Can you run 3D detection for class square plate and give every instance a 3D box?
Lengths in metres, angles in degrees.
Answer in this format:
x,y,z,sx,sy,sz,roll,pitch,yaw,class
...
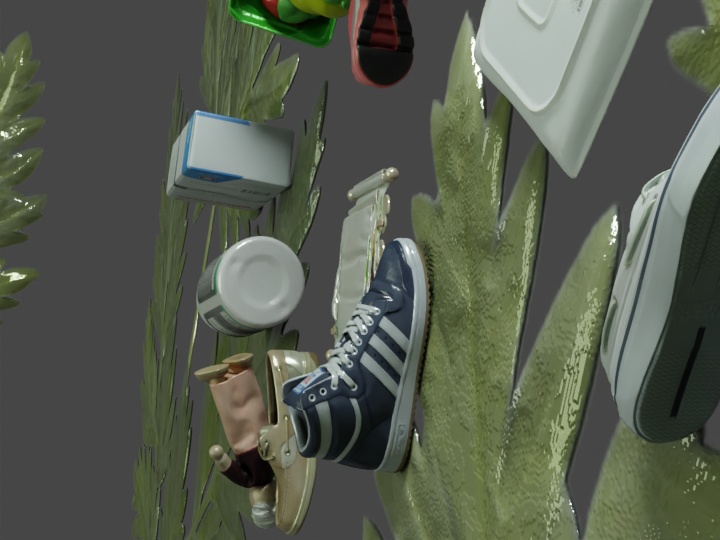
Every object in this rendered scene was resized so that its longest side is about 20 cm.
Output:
x,y,z,sx,sy,sz,roll,pitch,yaw,class
0.132,-0.194,0.645,0.199,0.028,0.202,-111,33,-55,square plate

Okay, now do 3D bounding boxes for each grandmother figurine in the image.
x,y,z,sx,sy,sz,roll,pitch,yaw,class
-0.124,0.201,1.132,0.060,0.120,0.203,-4,102,59,grandmother figurine

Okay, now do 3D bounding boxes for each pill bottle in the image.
x,y,z,sx,sy,sz,roll,pitch,yaw,class
-0.150,0.027,1.266,0.200,0.111,0.115,159,116,-69,pill bottle

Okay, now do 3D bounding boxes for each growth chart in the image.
x,y,z,sx,sy,sz,roll,pitch,yaw,class
0.000,0.000,0.980,0.144,0.017,0.203,-171,89,-71,growth chart

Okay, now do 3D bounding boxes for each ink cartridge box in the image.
x,y,z,sx,sy,sz,roll,pitch,yaw,class
-0.190,-0.152,1.400,0.200,0.143,0.085,161,115,-69,ink cartridge box

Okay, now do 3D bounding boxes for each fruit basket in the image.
x,y,z,sx,sy,sz,roll,pitch,yaw,class
-0.066,-0.363,1.141,0.216,0.153,0.219,-163,90,-86,fruit basket

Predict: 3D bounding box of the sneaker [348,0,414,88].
x,y,z,sx,sy,sz,roll,pitch,yaw,class
0.014,-0.278,0.955,0.087,0.073,0.203,-167,85,-72,sneaker

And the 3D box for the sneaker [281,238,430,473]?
x,y,z,sx,sy,sz,roll,pitch,yaw,class
-0.006,0.068,0.831,0.070,0.107,0.203,179,98,-70,sneaker

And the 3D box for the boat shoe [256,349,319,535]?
x,y,z,sx,sy,sz,roll,pitch,yaw,class
-0.086,0.190,1.090,0.072,0.064,0.203,155,121,-68,boat shoe

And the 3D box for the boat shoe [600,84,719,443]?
x,y,z,sx,sy,sz,roll,pitch,yaw,class
0.151,-0.017,0.451,0.067,0.072,0.202,-118,39,-55,boat shoe
